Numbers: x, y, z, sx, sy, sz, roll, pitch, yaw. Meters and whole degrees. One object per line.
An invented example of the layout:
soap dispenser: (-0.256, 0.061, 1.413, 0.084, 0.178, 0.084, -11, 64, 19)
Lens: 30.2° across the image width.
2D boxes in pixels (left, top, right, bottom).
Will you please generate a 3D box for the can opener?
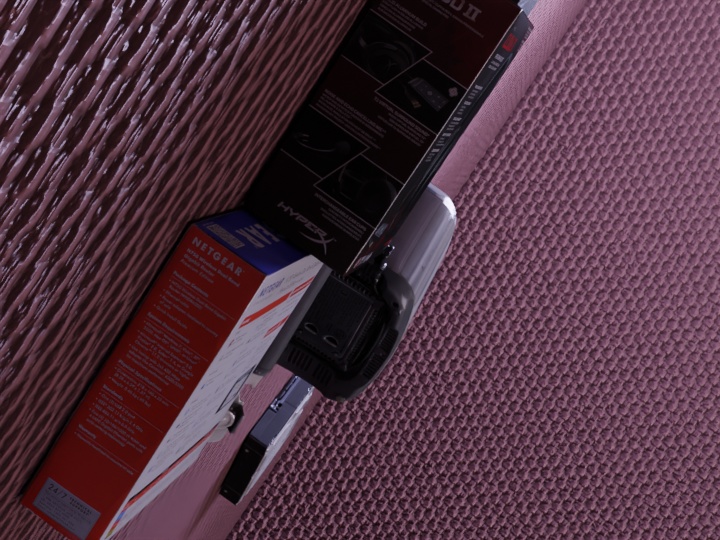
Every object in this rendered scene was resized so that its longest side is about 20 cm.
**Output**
can opener: (-0.084, 0.044, 0.952, 0.201, 0.052, 0.067, -56, -150, 26)

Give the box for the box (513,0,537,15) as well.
box: (0.112, -0.219, 1.089, 0.201, 0.043, 0.160, -56, 176, 10)

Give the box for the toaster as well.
toaster: (0.000, 0.000, 1.071, 0.129, 0.113, 0.201, -57, 176, -42)

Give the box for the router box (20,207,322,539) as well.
router box: (-0.096, 0.051, 0.776, 0.180, 0.049, 0.200, -57, 176, 10)

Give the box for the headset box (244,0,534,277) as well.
headset box: (0.028, -0.105, 0.805, 0.201, 0.077, 0.149, -55, 176, 10)

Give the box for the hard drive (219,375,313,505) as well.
hard drive: (-0.131, 0.238, 1.898, 0.140, 0.038, 0.200, -53, 174, -38)
